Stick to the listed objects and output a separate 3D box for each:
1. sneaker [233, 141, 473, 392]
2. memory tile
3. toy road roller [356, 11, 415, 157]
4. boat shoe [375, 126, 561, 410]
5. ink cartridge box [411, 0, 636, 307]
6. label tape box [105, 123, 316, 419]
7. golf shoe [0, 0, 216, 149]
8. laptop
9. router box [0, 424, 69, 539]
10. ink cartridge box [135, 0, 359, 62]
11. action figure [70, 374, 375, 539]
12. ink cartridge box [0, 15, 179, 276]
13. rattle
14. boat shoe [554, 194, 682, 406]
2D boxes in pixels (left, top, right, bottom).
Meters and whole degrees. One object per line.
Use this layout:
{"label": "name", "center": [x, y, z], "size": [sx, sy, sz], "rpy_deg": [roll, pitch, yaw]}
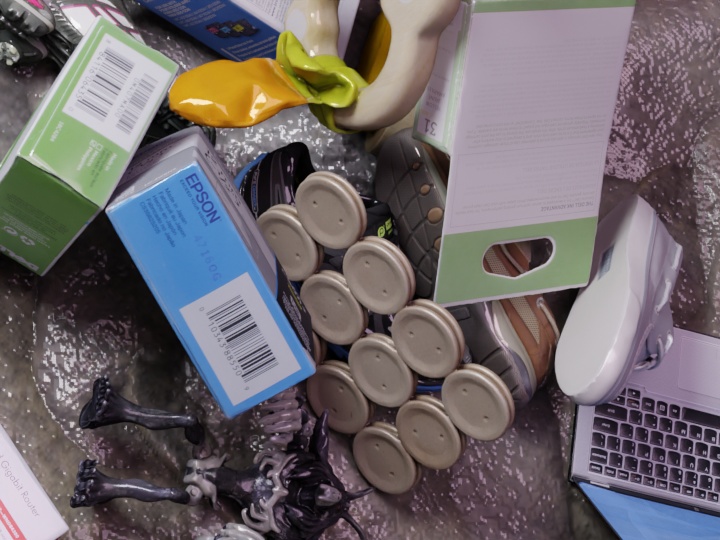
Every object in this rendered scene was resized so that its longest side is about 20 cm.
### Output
{"label": "sneaker", "center": [0.000, 0.000, 1.571], "size": [0.200, 0.083, 0.071], "rpy_deg": [47, 29, -2]}
{"label": "memory tile", "center": [0.000, 0.042, 1.526], "size": [0.200, 0.153, 0.017], "rpy_deg": [52, 47, -1]}
{"label": "toy road roller", "center": [0.084, -0.165, 1.627], "size": [0.122, 0.146, 0.201], "rpy_deg": [24, 66, -12]}
{"label": "boat shoe", "center": [0.074, -0.007, 1.609], "size": [0.072, 0.075, 0.201], "rpy_deg": [-33, 106, -36]}
{"label": "ink cartridge box", "center": [0.099, -0.084, 1.559], "size": [0.145, 0.048, 0.202], "rpy_deg": [-7, 115, -39]}
{"label": "label tape box", "center": [-0.088, -0.010, 1.466], "size": [0.066, 0.200, 0.144], "rpy_deg": [-28, 103, 6]}
{"label": "golf shoe", "center": [-0.166, -0.149, 1.567], "size": [0.199, 0.077, 0.088], "rpy_deg": [37, 55, -8]}
{"label": "laptop", "center": [0.247, 0.122, 1.615], "size": [0.186, 0.116, 0.202], "rpy_deg": [15, 68, -17]}
{"label": "router box", "center": [-0.301, 0.124, 1.437], "size": [0.179, 0.049, 0.201], "rpy_deg": [-32, 86, -27]}
{"label": "ink cartridge box", "center": [-0.090, -0.227, 1.588], "size": [0.199, 0.076, 0.137], "rpy_deg": [32, 62, -32]}
{"label": "action figure", "center": [-0.075, 0.131, 1.494], "size": [0.198, 0.102, 0.120], "rpy_deg": [14, 83, -17]}
{"label": "ink cartridge box", "center": [-0.181, -0.064, 1.461], "size": [0.059, 0.200, 0.104], "rpy_deg": [31, 65, -10]}
{"label": "rattle", "center": [-0.011, -0.170, 1.461], "size": [0.142, 0.200, 0.131], "rpy_deg": [13, 57, -30]}
{"label": "boat shoe", "center": [0.180, 0.031, 1.622], "size": [0.068, 0.072, 0.200], "rpy_deg": [39, 30, -15]}
